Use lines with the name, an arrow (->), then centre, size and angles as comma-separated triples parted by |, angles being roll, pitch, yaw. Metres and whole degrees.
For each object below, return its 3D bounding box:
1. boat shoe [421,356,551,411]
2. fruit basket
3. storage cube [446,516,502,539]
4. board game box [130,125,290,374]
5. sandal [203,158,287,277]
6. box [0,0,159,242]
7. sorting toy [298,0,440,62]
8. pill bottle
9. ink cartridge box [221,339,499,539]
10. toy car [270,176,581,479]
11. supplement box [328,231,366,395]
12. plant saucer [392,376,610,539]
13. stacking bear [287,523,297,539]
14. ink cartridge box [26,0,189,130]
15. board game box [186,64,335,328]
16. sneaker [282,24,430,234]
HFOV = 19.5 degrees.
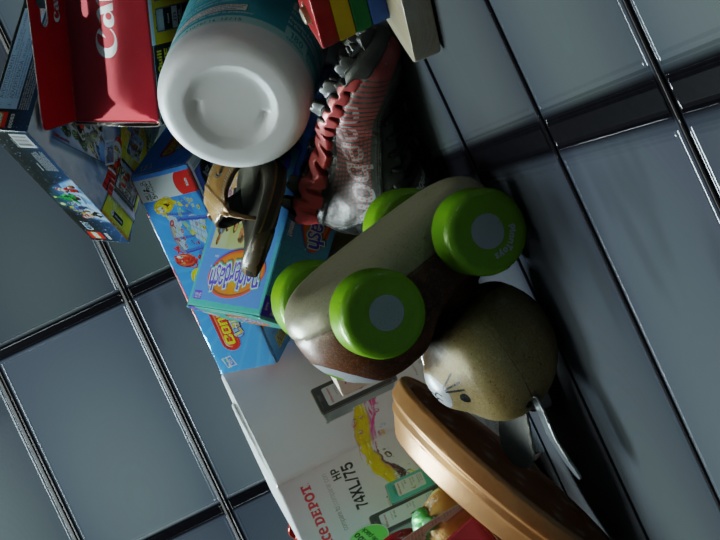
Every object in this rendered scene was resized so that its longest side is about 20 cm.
boat shoe -> 0.084, 0.069, 1.512 | 0.200, 0.066, 0.072 | -138, 24, -76
fruit basket -> 0.059, 0.216, 1.701 | 0.094, 0.200, 0.185 | 61, 174, 19
storage cube -> 0.099, 0.304, 1.462 | 0.200, 0.180, 0.171 | 51, -170, 33
board game box -> -0.104, -0.047, 1.804 | 0.200, 0.056, 0.196 | -63, -44, -57
sandal -> -0.089, -0.068, 1.546 | 0.200, 0.055, 0.082 | -97, 19, -48
box -> -0.221, -0.125, 1.667 | 0.200, 0.038, 0.137 | 55, -137, -60
sorting toy -> -0.037, -0.244, 1.258 | 0.199, 0.070, 0.200 | 73, 170, -55
pill bottle -> -0.078, -0.171, 1.544 | 0.200, 0.111, 0.111 | -78, -28, -54
ink cartridge box -> 0.010, 0.136, 1.800 | 0.146, 0.200, 0.147 | 59, 172, 45
toy car -> 0.062, 0.056, 1.340 | 0.200, 0.158, 0.164 | 54, 167, -12
supplement box -> 0.000, 0.000, 1.680 | 0.200, 0.126, 0.074 | -122, 9, -57
plant saucer -> 0.096, 0.151, 1.476 | 0.200, 0.037, 0.200 | 38, -176, -3
stacking bear -> 0.033, 0.222, 1.950 | 0.114, 0.200, 0.121 | 58, 171, 50
ink cartridge box -> -0.172, -0.214, 1.597 | 0.176, 0.084, 0.200 | -29, -63, -58
board game box -> -0.063, -0.057, 1.632 | 0.152, 0.045, 0.200 | 7, 80, 64
sneaker -> 0.010, -0.092, 1.472 | 0.098, 0.071, 0.200 | 24, 141, 4
